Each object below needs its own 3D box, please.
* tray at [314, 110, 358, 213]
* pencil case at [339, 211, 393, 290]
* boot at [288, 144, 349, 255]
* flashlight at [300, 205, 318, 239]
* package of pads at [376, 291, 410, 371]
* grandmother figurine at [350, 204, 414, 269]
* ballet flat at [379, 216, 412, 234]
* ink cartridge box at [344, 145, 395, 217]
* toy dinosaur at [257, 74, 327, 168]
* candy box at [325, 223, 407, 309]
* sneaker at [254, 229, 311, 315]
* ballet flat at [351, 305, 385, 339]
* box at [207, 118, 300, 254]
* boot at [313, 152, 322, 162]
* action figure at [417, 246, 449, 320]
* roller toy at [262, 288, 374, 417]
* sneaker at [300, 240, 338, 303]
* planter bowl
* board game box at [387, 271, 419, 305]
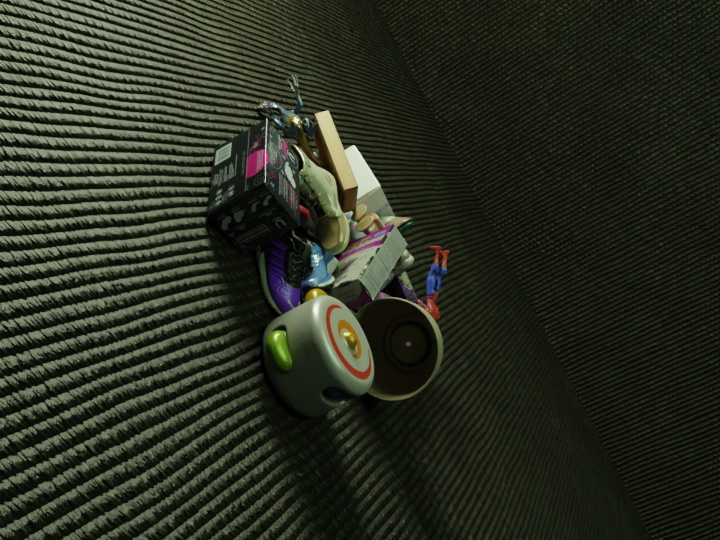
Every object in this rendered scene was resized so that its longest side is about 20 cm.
[{"bbox_3d":[-0.056,-0.236,1.769,0.099,0.037,0.202,99,-26,-64],"label":"tray"},{"bbox_3d":[-0.007,-0.039,1.847,0.201,0.090,0.083,53,44,-20],"label":"pencil case"},{"bbox_3d":[-0.093,-0.140,1.611,0.155,0.071,0.202,39,33,-56],"label":"boot"},{"bbox_3d":[-0.131,-0.130,1.687,0.199,0.067,0.068,24,39,-57],"label":"flashlight"},{"bbox_3d":[0.072,0.152,1.804,0.120,0.075,0.202,21,45,-57],"label":"package of pads"},{"bbox_3d":[0.058,-0.061,1.810,0.200,0.060,0.122,41,25,-45],"label":"grandmother figurine"},{"bbox_3d":[0.049,-0.086,1.920,0.068,0.200,0.068,-23,75,-42],"label":"ballet flat"},{"bbox_3d":[0.007,-0.184,1.961,0.146,0.083,0.200,59,1,28],"label":"ink cartridge box"},{"bbox_3d":[-0.166,-0.321,1.796,0.181,0.104,0.202,-147,-138,-66],"label":"toy dinosaur"},{"bbox_3d":[0.000,0.000,1.658,0.061,0.136,0.200,54,41,-18],"label":"candy box"},{"bbox_3d":[-0.131,-0.013,1.480,0.069,0.099,0.202,21,48,-60],"label":"sneaker"},{"bbox_3d":[-0.006,0.064,1.754,0.063,0.067,0.202,-5,62,-36],"label":"ballet flat"},{"bbox_3d":[-0.191,-0.153,1.476,0.115,0.131,0.201,50,23,-38],"label":"box"},{"bbox_3d":[-0.119,-0.212,1.794,0.091,0.073,0.199,50,24,21],"label":"boot"},{"bbox_3d":[0.153,0.048,1.943,0.065,0.098,0.202,21,71,-46],"label":"action figure"},{"bbox_3d":[-0.065,0.142,1.386,0.183,0.139,0.200,57,21,-14],"label":"roller toy"},{"bbox_3d":[-0.101,-0.003,1.602,0.089,0.078,0.200,48,15,-15],"label":"sneaker"},{"bbox_3d":[0.083,0.153,1.644,0.202,0.199,0.134,65,21,9],"label":"planter bowl"},{"bbox_3d":[0.104,0.071,1.916,0.200,0.032,0.121,131,-59,-82],"label":"board game box"}]
